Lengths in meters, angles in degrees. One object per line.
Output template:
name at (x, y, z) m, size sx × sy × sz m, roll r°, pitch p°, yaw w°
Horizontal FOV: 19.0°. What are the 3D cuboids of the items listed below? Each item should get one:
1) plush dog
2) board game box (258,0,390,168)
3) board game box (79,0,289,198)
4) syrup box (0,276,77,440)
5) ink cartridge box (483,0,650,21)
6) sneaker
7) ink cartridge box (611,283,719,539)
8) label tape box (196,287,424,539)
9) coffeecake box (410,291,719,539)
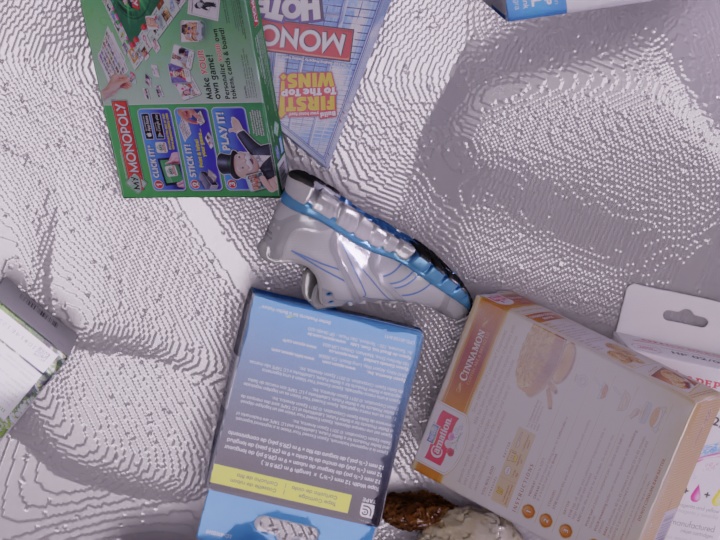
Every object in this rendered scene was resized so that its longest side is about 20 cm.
plush dog at (0.070, 0.270, 1.746) m, size 0.200 × 0.160 × 0.172 m, roll 35°, pitch 73°, yaw -11°
board game box at (-0.066, -0.186, 1.671) m, size 0.199 × 0.062 × 0.201 m, roll 6°, pitch 100°, yaw -5°
board game box at (-0.135, -0.149, 1.638) m, size 0.134 × 0.029 × 0.201 m, roll 1°, pitch 121°, yaw 18°
syrup box at (-0.318, 0.111, 1.704) m, size 0.079 × 0.081 × 0.200 m, roll 39°, pitch 97°, yaw -9°
ink cartridge box at (0.193, -0.249, 1.634) m, size 0.199 × 0.145 × 0.085 m, roll -8°, pitch 104°, yaw -2°
sneaker at (0.000, 0.000, 1.692) m, size 0.200 × 0.075 × 0.087 m, roll 30°, pitch 98°, yaw -29°
ink cartridge box at (0.252, 0.123, 1.755) m, size 0.114 × 0.068 × 0.201 m, roll 11°, pitch 100°, yaw -6°
label tape box at (-0.043, 0.127, 1.724) m, size 0.142 × 0.066 × 0.201 m, roll 13°, pitch 93°, yaw -7°
coffeecake box at (0.161, 0.127, 1.697) m, size 0.199 × 0.073 × 0.154 m, roll 26°, pitch 104°, yaw 24°
